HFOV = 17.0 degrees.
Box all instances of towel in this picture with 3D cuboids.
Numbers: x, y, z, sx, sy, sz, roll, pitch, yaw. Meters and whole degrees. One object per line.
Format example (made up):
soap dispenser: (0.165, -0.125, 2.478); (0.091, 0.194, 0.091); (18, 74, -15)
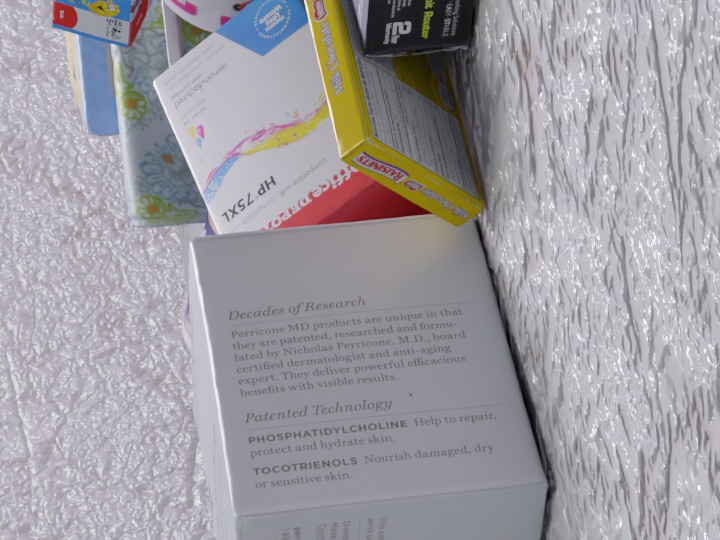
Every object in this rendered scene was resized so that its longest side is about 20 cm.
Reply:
towel: (-0.099, -0.129, 1.807); (0.048, 0.170, 0.201); (-90, -4, -70)

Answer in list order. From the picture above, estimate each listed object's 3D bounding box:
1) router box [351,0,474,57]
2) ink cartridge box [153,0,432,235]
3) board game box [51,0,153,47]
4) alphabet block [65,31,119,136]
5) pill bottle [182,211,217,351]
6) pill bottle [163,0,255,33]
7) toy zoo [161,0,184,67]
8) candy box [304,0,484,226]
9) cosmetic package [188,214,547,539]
router box: (0.021, -0.233, 1.268); (0.200, 0.062, 0.150); (94, 165, -53)
ink cartridge box: (-0.033, -0.062, 1.448); (0.067, 0.116, 0.200); (26, -148, -54)
board game box: (-0.137, -0.282, 1.550); (0.196, 0.056, 0.200); (102, -174, -52)
alphabet block: (-0.140, -0.226, 1.928); (0.200, 0.196, 0.196); (-127, 32, -74)
pill bottle: (-0.059, -0.025, 1.762); (0.111, 0.111, 0.201); (-108, 29, -54)
pill bottle: (-0.065, -0.248, 1.461); (0.200, 0.113, 0.114); (102, 160, -51)
toy zoo: (-0.080, -0.212, 1.747); (0.020, 0.131, 0.201); (-64, -32, -80)
candy box: (0.011, -0.125, 1.351); (0.026, 0.102, 0.201); (-36, 48, 29)
cosmetic package: (-0.002, 0.100, 1.343); (0.168, 0.166, 0.200); (92, 169, -47)
